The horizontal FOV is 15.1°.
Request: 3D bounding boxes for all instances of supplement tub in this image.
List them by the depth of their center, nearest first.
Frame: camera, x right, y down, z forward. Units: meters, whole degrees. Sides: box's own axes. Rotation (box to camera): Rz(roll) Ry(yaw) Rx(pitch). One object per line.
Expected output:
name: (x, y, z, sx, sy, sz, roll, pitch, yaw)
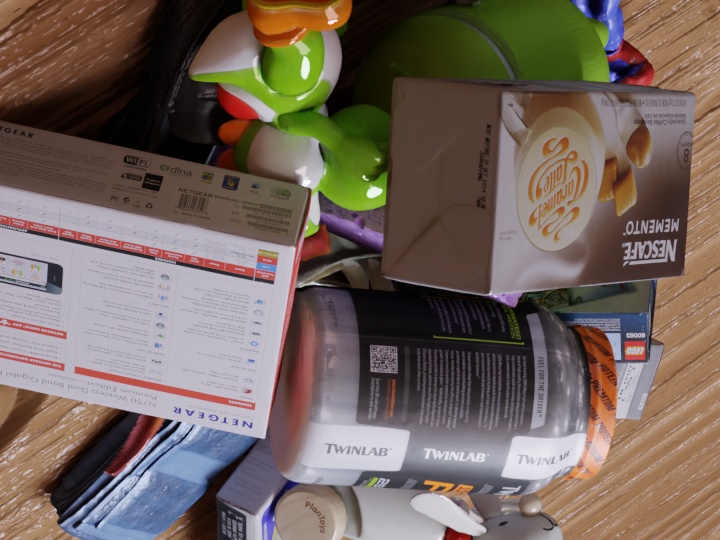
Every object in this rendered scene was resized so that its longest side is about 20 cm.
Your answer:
supplement tub: (0.050, 0.076, 1.678, 0.199, 0.123, 0.123, 5, 135, -14)

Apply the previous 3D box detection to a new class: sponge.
sponge: (-0.001, -0.035, 1.660, 0.112, 0.200, 0.030, 30, 84, -57)

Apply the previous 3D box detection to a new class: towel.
towel: (-0.116, 0.114, 1.877, 0.200, 0.049, 0.112, -46, 151, 10)

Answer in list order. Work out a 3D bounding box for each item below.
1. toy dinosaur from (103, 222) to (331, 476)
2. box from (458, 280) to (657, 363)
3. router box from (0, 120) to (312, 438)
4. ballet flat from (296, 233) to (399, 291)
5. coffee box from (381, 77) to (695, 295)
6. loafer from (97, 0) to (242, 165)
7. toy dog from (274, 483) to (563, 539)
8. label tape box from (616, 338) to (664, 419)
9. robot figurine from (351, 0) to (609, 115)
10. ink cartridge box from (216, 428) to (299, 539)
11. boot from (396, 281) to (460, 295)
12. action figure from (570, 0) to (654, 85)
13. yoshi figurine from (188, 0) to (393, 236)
toy dinosaur: (-0.082, 0.029, 1.688, 0.105, 0.201, 0.181, -2, 180, -31)
box: (0.131, 0.006, 1.830, 0.136, 0.200, 0.038, -1, 112, 9)
router box: (-0.139, 0.007, 1.579, 0.199, 0.049, 0.180, 12, 139, 0)
ballet flat: (0.000, 0.000, 1.829, 0.067, 0.063, 0.200, -28, 159, 34)
coffee box: (0.105, -0.051, 1.553, 0.200, 0.080, 0.115, -3, 100, -52)
loafer: (-0.094, -0.100, 1.581, 0.068, 0.070, 0.201, -3, 133, -46)
toy dog: (0.041, 0.147, 1.884, 0.199, 0.132, 0.097, 2, 108, 2)
label tape box: (0.119, 0.052, 1.908, 0.063, 0.144, 0.200, -70, 160, 4)
robot figurine: (0.075, -0.110, 1.664, 0.200, 0.115, 0.176, -24, 119, -50)
ink cartridge box: (-0.035, 0.153, 2.002, 0.200, 0.043, 0.198, -50, 159, -30)
boot: (0.084, -0.074, 1.774, 0.200, 0.132, 0.070, -30, -167, -30)
action figure: (0.140, -0.146, 1.793, 0.099, 0.065, 0.200, -45, 151, -8)
yoshi figurine: (-0.019, -0.103, 1.532, 0.112, 0.112, 0.200, -50, 151, -34)
